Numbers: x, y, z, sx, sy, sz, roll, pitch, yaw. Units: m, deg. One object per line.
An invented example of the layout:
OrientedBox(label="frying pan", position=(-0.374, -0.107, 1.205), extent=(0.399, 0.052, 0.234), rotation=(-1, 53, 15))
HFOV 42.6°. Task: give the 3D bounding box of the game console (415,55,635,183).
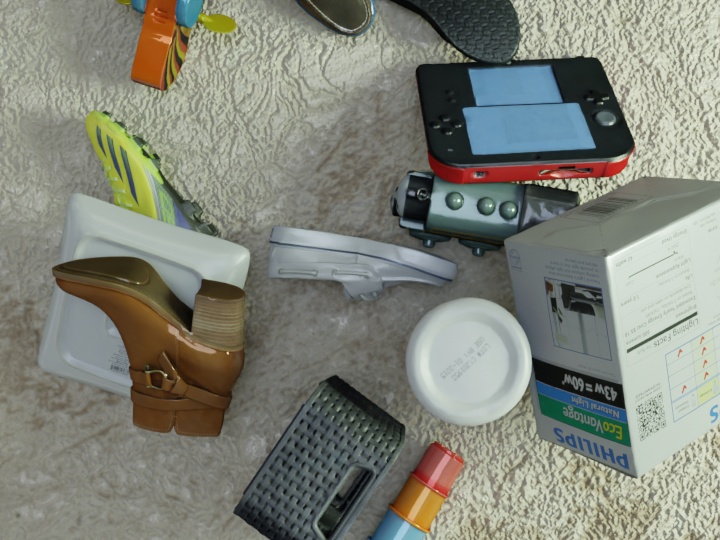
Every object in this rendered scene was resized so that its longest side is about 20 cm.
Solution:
OrientedBox(label="game console", position=(0.158, -0.156, 0.915), extent=(0.197, 0.031, 0.179), rotation=(-2, 49, -2))

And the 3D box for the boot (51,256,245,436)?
OrientedBox(label="boot", position=(-0.211, 0.076, 0.896), extent=(0.197, 0.074, 0.157), rotation=(15, 110, 7))

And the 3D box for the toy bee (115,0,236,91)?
OrientedBox(label="toy bee", position=(-0.184, -0.293, 0.971), extent=(0.130, 0.109, 0.201), rotation=(38, 113, -3))

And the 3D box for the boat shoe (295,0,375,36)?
OrientedBox(label="boat shoe", position=(-0.060, -0.315, 0.939), extent=(0.072, 0.073, 0.200), rotation=(-40, 110, 16))

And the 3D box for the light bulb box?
OrientedBox(label="light bulb box", position=(0.254, 0.042, 0.834), extent=(0.196, 0.124, 0.203), rotation=(-22, 109, -28))

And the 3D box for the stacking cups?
OrientedBox(label="stacking cups", position=(0.042, 0.270, 0.930), extent=(0.060, 0.061, 0.201), rotation=(34, 87, 5))

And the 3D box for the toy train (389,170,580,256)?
OrientedBox(label="toy train", position=(0.126, -0.058, 0.920), extent=(0.197, 0.114, 0.087), rotation=(11, 86, 4))

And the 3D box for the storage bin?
OrientedBox(label="storage bin", position=(-0.032, 0.182, 0.867), extent=(0.093, 0.200, 0.136), rotation=(34, 88, 4))

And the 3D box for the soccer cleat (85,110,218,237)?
OrientedBox(label="soccer cleat", position=(-0.234, -0.080, 0.966), extent=(0.083, 0.065, 0.201), rotation=(-40, 85, 2))

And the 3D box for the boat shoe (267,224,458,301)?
OrientedBox(label="boat shoe", position=(0.000, 0.000, 0.951), extent=(0.197, 0.074, 0.066), rotation=(10, 91, 14))

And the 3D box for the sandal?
OrientedBox(label="sandal", position=(0.090, -0.284, 0.977), extent=(0.200, 0.048, 0.076), rotation=(40, 90, 18))

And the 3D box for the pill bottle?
OrientedBox(label="pill bottle", position=(0.096, 0.084, 0.868), extent=(0.107, 0.200, 0.111), rotation=(0, 86, 3))

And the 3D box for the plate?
OrientedBox(label="plate", position=(-0.229, 0.045, 0.943), extent=(0.197, 0.032, 0.203), rotation=(17, 106, 3))
